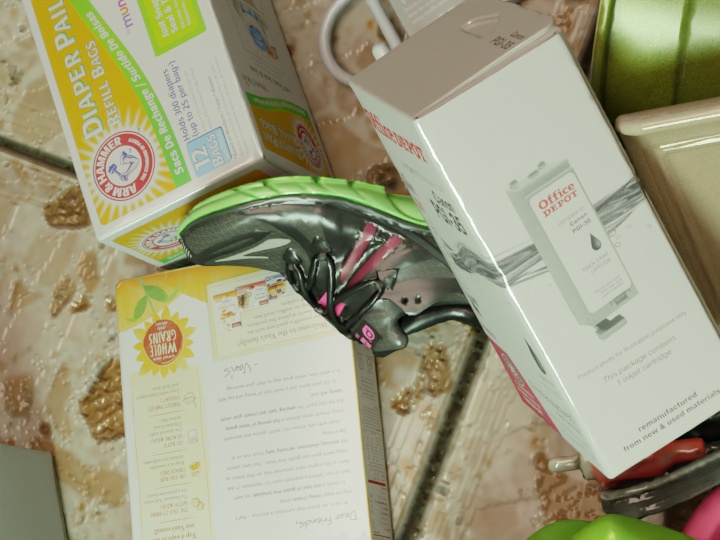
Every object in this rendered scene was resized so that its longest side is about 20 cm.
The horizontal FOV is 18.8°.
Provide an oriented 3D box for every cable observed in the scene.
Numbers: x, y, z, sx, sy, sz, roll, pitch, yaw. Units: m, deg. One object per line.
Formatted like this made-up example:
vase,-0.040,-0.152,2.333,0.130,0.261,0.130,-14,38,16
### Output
cable,0.187,0.074,1.065,0.199,0.097,0.051,-16,108,23

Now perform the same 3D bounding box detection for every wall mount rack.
wall mount rack,0.037,-0.198,1.190,0.200,0.075,0.174,-34,68,14

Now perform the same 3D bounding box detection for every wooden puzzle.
wooden puzzle,0.233,-0.031,1.011,0.184,0.200,0.037,-10,50,22

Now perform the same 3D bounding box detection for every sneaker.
sneaker,0.000,0.000,1.137,0.199,0.077,0.084,9,79,3

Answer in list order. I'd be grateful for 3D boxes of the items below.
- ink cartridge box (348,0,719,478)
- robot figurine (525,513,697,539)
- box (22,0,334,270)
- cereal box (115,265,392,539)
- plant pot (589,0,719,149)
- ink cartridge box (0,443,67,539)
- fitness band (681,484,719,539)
ink cartridge box,0.086,-0.020,1.040,0.083,0.147,0.201,-31,107,-4
robot figurine,0.087,0.200,1.053,0.200,0.115,0.176,-47,43,31
box,-0.107,-0.115,1.222,0.112,0.101,0.201,-26,71,17
cereal box,-0.059,0.093,1.195,0.143,0.040,0.201,-10,76,20
plant pot,0.227,-0.133,1.044,0.192,0.200,0.201,14,86,13
ink cartridge box,-0.286,0.160,1.224,0.199,0.146,0.084,-18,74,19
fitness band,0.219,0.191,1.056,0.143,0.037,0.201,-3,77,24
